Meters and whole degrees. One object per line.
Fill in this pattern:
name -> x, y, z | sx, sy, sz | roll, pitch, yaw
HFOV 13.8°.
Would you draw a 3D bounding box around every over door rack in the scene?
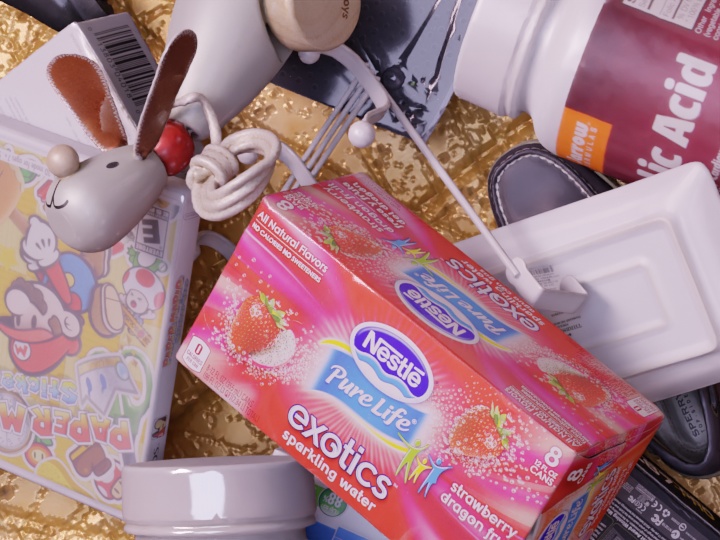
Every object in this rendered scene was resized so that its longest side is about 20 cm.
over door rack -> 0.000, 0.000, 1.485 | 0.200, 0.067, 0.148 | 48, 121, 25

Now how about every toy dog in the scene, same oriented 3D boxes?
toy dog -> -0.089, -0.108, 1.442 | 0.132, 0.200, 0.096 | -16, 122, 35

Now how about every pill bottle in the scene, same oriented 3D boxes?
pill bottle -> 0.156, -0.095, 1.478 | 0.200, 0.114, 0.114 | 22, 94, 10
pill bottle -> -0.066, 0.193, 1.456 | 0.114, 0.114, 0.200 | -3, 90, 10

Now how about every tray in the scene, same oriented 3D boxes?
tray -> 0.105, 0.023, 1.470 | 0.200, 0.022, 0.107 | -19, 94, 38

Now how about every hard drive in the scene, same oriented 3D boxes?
hard drive -> 0.018, -0.179, 1.539 | 0.135, 0.042, 0.200 | 22, 95, 10

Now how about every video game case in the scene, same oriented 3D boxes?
video game case -> -0.179, 0.015, 1.532 | 0.200, 0.023, 0.182 | 20, 111, 26

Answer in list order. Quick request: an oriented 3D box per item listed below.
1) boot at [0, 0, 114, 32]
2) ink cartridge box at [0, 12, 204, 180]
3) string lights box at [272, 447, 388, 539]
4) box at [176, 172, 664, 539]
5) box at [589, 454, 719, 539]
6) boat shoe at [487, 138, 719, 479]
boot -> -0.251, -0.130, 1.576 | 0.200, 0.066, 0.165 | -41, 75, 5
ink cartridge box -> -0.175, -0.039, 1.561 | 0.200, 0.050, 0.109 | -33, 84, 34
string lights box -> -0.032, 0.201, 1.538 | 0.103, 0.059, 0.200 | 23, 94, 9
box -> 0.027, 0.054, 1.389 | 0.200, 0.095, 0.100 | 40, 116, 20
box -> 0.117, 0.176, 1.480 | 0.200, 0.049, 0.161 | 38, 98, -13
boat shoe -> 0.131, 0.018, 1.507 | 0.072, 0.065, 0.200 | -32, 84, 9
